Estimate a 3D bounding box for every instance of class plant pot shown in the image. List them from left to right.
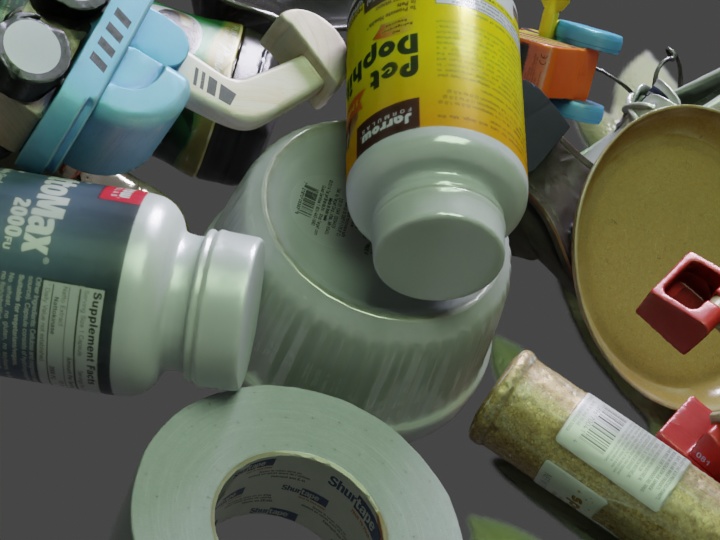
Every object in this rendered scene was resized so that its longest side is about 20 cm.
[{"bbox_3d":[0.212,-0.007,1.685,0.199,0.027,0.202,3,85,-32],"label":"plant pot"}]

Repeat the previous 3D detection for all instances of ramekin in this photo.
[{"bbox_3d":[0.000,0.000,1.601,0.199,0.105,0.201,11,50,-13],"label":"ramekin"}]

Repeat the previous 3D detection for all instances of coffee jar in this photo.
[{"bbox_3d":[-0.148,-0.129,1.659,0.199,0.086,0.105,19,42,-6],"label":"coffee jar"}]

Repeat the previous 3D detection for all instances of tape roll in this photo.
[{"bbox_3d":[-0.043,0.165,1.475,0.199,0.066,0.201,11,49,-12],"label":"tape roll"}]

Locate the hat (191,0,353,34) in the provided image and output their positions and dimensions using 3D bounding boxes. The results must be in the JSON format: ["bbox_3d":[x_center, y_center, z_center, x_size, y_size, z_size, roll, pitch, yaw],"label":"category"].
[{"bbox_3d":[-0.074,-0.203,1.754,0.200,0.081,0.201,24,35,-18],"label":"hat"}]

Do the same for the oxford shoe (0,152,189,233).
[{"bbox_3d":[-0.197,-0.061,1.592,0.199,0.074,0.071,19,48,-6],"label":"oxford shoe"}]

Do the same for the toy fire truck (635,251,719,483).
[{"bbox_3d":[0.244,0.098,1.590,0.200,0.141,0.049,40,51,11],"label":"toy fire truck"}]

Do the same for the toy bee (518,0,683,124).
[{"bbox_3d":[0.127,-0.136,1.778,0.108,0.200,0.132,19,79,31],"label":"toy bee"}]

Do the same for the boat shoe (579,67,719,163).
[{"bbox_3d":[0.205,-0.098,1.743,0.199,0.066,0.074,-24,22,-9],"label":"boat shoe"}]

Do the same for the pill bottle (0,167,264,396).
[{"bbox_3d":[-0.160,0.009,1.494,0.198,0.120,0.120,9,48,3],"label":"pill bottle"}]

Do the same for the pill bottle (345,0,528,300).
[{"bbox_3d":[0.045,-0.083,1.542,0.108,0.110,0.201,11,49,-13],"label":"pill bottle"}]

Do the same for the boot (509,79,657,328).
[{"bbox_3d":[0.119,-0.034,1.703,0.075,0.097,0.201,-40,105,-31],"label":"boot"}]

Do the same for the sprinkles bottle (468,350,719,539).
[{"bbox_3d":[0.164,0.130,1.584,0.199,0.068,0.068,34,48,8],"label":"sprinkles bottle"}]

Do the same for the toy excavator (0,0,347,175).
[{"bbox_3d":[-0.123,-0.114,1.560,0.199,0.100,0.195,33,53,-10],"label":"toy excavator"}]
